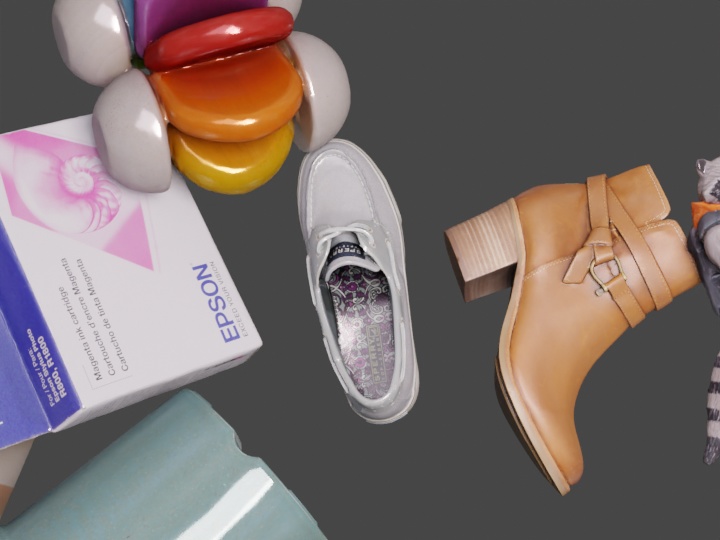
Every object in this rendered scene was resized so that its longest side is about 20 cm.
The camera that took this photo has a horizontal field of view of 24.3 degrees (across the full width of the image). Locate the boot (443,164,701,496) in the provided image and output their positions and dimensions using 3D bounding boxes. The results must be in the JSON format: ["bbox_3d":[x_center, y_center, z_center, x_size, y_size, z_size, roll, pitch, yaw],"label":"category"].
[{"bbox_3d":[0.156,0.034,1.109,0.153,0.074,0.202,-18,80,-2],"label":"boot"}]

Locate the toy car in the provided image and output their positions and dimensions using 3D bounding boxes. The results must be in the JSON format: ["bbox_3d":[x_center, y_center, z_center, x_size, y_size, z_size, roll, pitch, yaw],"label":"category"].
[{"bbox_3d":[-0.104,-0.159,1.110,0.173,0.150,0.202,-17,70,-17],"label":"toy car"}]

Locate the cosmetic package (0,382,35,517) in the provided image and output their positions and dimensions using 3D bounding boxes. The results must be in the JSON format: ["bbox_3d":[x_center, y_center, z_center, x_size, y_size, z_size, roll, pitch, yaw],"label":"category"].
[{"bbox_3d":[-0.295,0.160,1.113,0.086,0.103,0.202,21,83,9],"label":"cosmetic package"}]

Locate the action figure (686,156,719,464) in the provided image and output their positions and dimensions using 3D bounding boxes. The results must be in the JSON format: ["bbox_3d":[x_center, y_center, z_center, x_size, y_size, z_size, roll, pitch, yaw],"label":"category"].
[{"bbox_3d":[0.245,0.017,1.047,0.103,0.200,0.196,-12,79,16],"label":"action figure"}]

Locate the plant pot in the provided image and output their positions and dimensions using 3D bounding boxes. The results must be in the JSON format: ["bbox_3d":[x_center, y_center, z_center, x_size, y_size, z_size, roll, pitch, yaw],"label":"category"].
[{"bbox_3d":[-0.132,0.194,1.055,0.196,0.200,0.200,-42,78,-12],"label":"plant pot"}]

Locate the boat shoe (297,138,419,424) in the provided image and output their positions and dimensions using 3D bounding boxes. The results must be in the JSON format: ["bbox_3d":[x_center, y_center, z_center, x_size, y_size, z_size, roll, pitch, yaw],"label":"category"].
[{"bbox_3d":[-0.001,0.001,1.128,0.069,0.072,0.203,-13,77,4],"label":"boat shoe"}]

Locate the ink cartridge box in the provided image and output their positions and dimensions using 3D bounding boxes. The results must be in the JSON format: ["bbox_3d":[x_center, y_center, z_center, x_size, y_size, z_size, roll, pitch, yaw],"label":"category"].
[{"bbox_3d":[-0.189,-0.003,1.112,0.199,0.043,0.198,-18,76,-37],"label":"ink cartridge box"}]
